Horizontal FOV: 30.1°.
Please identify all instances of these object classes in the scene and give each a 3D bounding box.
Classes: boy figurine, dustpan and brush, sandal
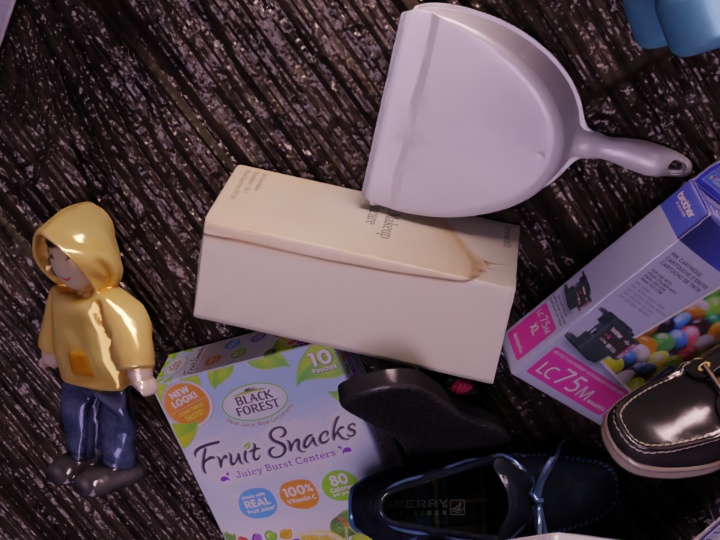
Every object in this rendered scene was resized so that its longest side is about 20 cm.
[{"bbox_3d":[-0.187,0.055,0.939,0.124,0.064,0.202,16,115,39],"label":"boy figurine"},{"bbox_3d":[0.113,-0.084,0.849,0.198,0.057,0.141,18,118,8],"label":"dustpan and brush"},{"bbox_3d":[0.047,0.088,0.899,0.074,0.045,0.200,-18,152,19],"label":"sandal"}]

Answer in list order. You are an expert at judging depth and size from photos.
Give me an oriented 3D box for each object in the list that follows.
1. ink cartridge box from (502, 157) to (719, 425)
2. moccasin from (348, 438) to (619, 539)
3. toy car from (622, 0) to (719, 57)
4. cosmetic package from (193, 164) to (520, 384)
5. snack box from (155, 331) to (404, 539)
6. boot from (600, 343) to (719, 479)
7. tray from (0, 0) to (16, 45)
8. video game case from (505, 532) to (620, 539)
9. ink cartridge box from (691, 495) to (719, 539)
[{"bbox_3d":[0.201,0.020,0.866,0.119,0.042,0.200,30,118,-34],"label":"ink cartridge box"},{"bbox_3d":[0.093,0.165,0.923,0.198,0.068,0.081,-8,84,-16],"label":"moccasin"},{"bbox_3d":[0.215,-0.237,0.695,0.198,0.177,0.186,-22,100,5],"label":"toy car"},{"bbox_3d":[0.000,0.000,0.875,0.198,0.104,0.074,11,117,2],"label":"cosmetic package"},{"bbox_3d":[-0.047,0.140,0.981,0.141,0.053,0.202,-15,113,15],"label":"snack box"},{"bbox_3d":[0.249,0.046,0.818,0.198,0.074,0.151,-12,142,-16],"label":"boot"},{"bbox_3d":[-0.245,-0.242,0.838,0.107,0.022,0.201,25,118,-5],"label":"tray"},{"bbox_3d":[0.150,0.203,0.900,0.198,0.023,0.182,12,159,-30],"label":"video game case"},{"bbox_3d":[0.322,0.111,0.857,0.199,0.041,0.200,16,125,-42],"label":"ink cartridge box"}]
